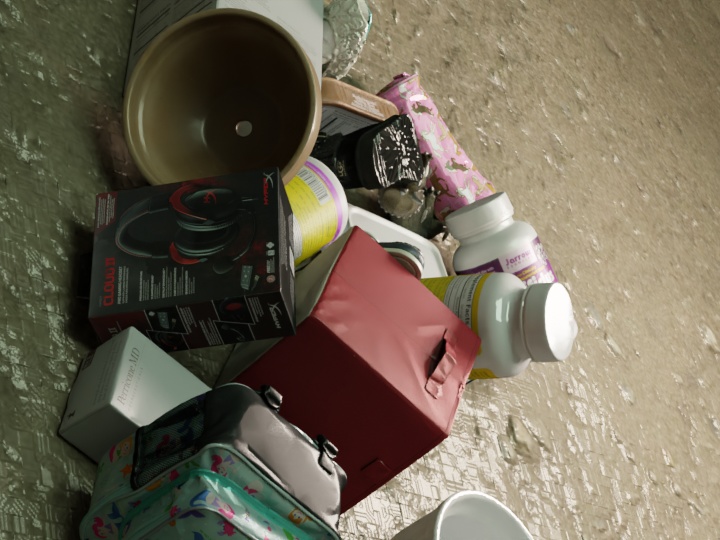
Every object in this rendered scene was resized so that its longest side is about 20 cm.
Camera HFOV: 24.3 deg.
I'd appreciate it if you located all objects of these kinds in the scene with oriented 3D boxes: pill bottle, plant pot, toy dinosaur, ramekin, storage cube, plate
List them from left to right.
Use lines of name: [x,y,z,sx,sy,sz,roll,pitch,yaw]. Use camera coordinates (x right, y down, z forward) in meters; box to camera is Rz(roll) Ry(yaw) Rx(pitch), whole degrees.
plant pot: [-0.129,-0.151,1.662,0.093,0.201,0.201,39,27,-74]
pill bottle: [-0.109,-0.037,1.699,0.200,0.104,0.104,-35,93,-43]
storage cube: [-0.017,0.101,1.648,0.180,0.200,0.171,43,34,-12]
plate: [0.040,0.002,1.912,0.200,0.032,0.200,23,34,-33]
toy dinosaur: [0.060,-0.080,2.033,0.200,0.077,0.102,75,28,-57]
ramekin: [0.107,0.335,1.709,0.200,0.098,0.201,36,37,-33]
pill bottle: [0.117,0.060,1.753,0.111,0.200,0.112,13,76,-61]
pill bottle: [0.181,0.009,2.056,0.200,0.112,0.112,65,30,-7]

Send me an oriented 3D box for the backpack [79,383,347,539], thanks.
backpack: [-0.130,0.206,1.388,0.178,0.200,0.151,43,38,-29]

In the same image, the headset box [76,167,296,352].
headset box: [-0.164,-0.005,1.548,0.075,0.200,0.149,74,11,-52]

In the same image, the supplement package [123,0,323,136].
supplement package: [-0.144,-0.254,1.810,0.152,0.151,0.200,34,39,-32]

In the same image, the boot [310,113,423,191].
boot: [-0.026,-0.124,1.873,0.211,0.158,0.080,-18,99,-69]

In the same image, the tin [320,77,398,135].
tin: [-0.032,-0.166,1.930,0.200,0.112,0.042,15,45,-48]

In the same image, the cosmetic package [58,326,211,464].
cosmetic package: [-0.166,0.153,1.504,0.200,0.074,0.102,42,34,-27]

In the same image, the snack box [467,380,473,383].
snack box: [0.055,0.092,1.903,0.200,0.037,0.116,-12,72,-57]

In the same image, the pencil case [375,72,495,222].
pencil case: [0.087,-0.155,2.122,0.200,0.083,0.087,55,13,-5]

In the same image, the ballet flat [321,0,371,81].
ballet flat: [-0.055,-0.233,1.887,0.072,0.200,0.072,17,48,-20]

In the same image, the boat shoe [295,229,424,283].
boat shoe: [0.000,0.000,1.744,0.075,0.200,0.062,51,51,-13]
